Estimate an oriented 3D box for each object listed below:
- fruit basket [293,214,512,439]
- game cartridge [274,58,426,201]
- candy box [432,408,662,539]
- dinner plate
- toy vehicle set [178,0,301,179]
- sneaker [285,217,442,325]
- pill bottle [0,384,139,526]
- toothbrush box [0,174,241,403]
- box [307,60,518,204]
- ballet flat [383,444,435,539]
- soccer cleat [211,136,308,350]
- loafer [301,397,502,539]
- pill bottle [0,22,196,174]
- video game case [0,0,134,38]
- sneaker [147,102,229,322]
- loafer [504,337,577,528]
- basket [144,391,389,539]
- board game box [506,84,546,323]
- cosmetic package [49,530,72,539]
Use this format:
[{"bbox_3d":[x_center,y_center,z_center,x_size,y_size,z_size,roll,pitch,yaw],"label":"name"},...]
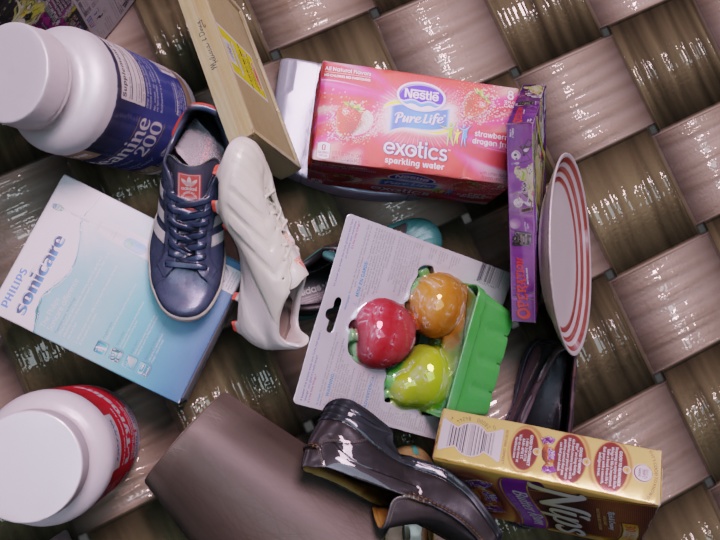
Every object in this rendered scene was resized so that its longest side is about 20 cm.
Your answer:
[{"bbox_3d":[0.045,0.063,0.789,0.198,0.094,0.188,17,85,-18],"label":"fruit basket"},{"bbox_3d":[0.001,-0.145,0.857,0.197,0.040,0.135,8,86,-6],"label":"game cartridge"},{"bbox_3d":[0.170,0.196,0.746,0.197,0.117,0.057,7,55,14],"label":"candy box"},{"bbox_3d":[0.205,-0.016,0.802,0.024,0.200,0.203,-2,83,25],"label":"dinner plate"},{"bbox_3d":[-0.122,-0.197,0.784,0.026,0.124,0.202,-24,75,11],"label":"toy vehicle set"},{"bbox_3d":[0.000,0.000,0.815,0.198,0.080,0.072,-26,85,-9],"label":"sneaker"},{"bbox_3d":[-0.266,0.161,0.706,0.111,0.200,0.114,1,84,-7],"label":"pill bottle"},{"bbox_3d":[-0.230,0.021,0.783,0.198,0.085,0.148,26,79,-4],"label":"toothbrush box"},{"bbox_3d":[0.049,-0.134,0.795,0.197,0.095,0.101,7,82,-6],"label":"box"},{"bbox_3d":[0.046,0.279,0.799,0.068,0.063,0.203,0,84,-6],"label":"ballet flat"},{"bbox_3d":[-0.083,-0.021,0.722,0.077,0.069,0.202,9,116,27],"label":"soccer cleat"},{"bbox_3d":[0.034,0.203,0.713,0.199,0.073,0.072,34,52,4],"label":"loafer"},{"bbox_3d":[-0.247,-0.156,0.734,0.110,0.200,0.113,-1,88,21],"label":"pill bottle"},{"bbox_3d":[-0.295,-0.246,0.750,0.036,0.200,0.182,35,82,0],"label":"video game case"},{"bbox_3d":[-0.155,-0.058,0.723,0.074,0.085,0.203,3,76,-9],"label":"sneaker"},{"bbox_3d":[0.185,0.169,0.827,0.071,0.063,0.203,12,82,-7],"label":"loafer"},{"bbox_3d":[-0.095,0.226,0.757,0.200,0.136,0.181,41,88,3],"label":"basket"},{"bbox_3d":[0.164,-0.066,0.778,0.032,0.120,0.202,1,118,14],"label":"board game box"},{"bbox_3d":[-0.278,0.362,0.683,0.122,0.199,0.201,-32,88,-9],"label":"cosmetic package"}]
